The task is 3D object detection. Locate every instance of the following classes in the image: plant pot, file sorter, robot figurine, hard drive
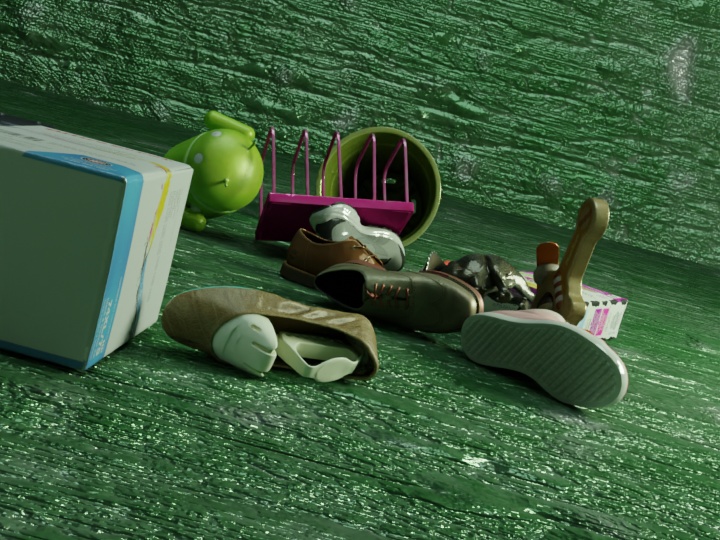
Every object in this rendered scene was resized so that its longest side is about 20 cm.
[{"bbox_3d":[0.037,-0.117,1.910,0.199,0.201,0.190,16,-4,8],"label":"plant pot"},{"bbox_3d":[-0.040,-0.119,1.620,0.199,0.126,0.139,3,-21,-12],"label":"file sorter"},{"bbox_3d":[-0.210,-0.132,1.619,0.116,0.176,0.200,38,-24,-24],"label":"robot figurine"},{"bbox_3d":[-0.593,-0.238,1.987,0.134,0.043,0.200,13,9,-16],"label":"hard drive"}]

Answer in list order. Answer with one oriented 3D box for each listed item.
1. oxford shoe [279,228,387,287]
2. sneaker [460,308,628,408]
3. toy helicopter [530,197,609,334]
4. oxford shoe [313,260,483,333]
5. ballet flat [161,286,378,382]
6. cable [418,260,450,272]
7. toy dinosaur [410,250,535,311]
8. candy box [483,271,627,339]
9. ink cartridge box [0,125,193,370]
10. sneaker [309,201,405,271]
[{"bbox_3d":[0.000,0.000,1.395,0.199,0.072,0.071,19,8,15],"label":"oxford shoe"},{"bbox_3d":[0.208,0.083,1.189,0.104,0.076,0.200,-1,13,-43],"label":"sneaker"},{"bbox_3d":[0.235,0.005,1.315,0.078,0.201,0.132,12,26,-12],"label":"toy helicopter"},{"bbox_3d":[0.038,0.033,1.276,0.199,0.071,0.075,8,7,33],"label":"oxford shoe"},{"bbox_3d":[-0.066,0.061,0.964,0.199,0.068,0.072,14,27,-33],"label":"ballet flat"},{"bbox_3d":[0.096,0.008,1.556,0.097,0.051,0.200,23,12,32],"label":"cable"},{"bbox_3d":[0.151,0.011,1.424,0.199,0.077,0.103,-8,45,-12],"label":"toy dinosaur"},{"bbox_3d":[0.262,0.047,1.559,0.136,0.061,0.200,20,11,28],"label":"candy box"},{"bbox_3d":[-0.237,-0.027,0.911,0.146,0.147,0.200,15,9,4],"label":"ink cartridge box"},{"bbox_3d":[-0.002,-0.024,1.580,0.074,0.080,0.200,-20,-25,27],"label":"sneaker"}]
